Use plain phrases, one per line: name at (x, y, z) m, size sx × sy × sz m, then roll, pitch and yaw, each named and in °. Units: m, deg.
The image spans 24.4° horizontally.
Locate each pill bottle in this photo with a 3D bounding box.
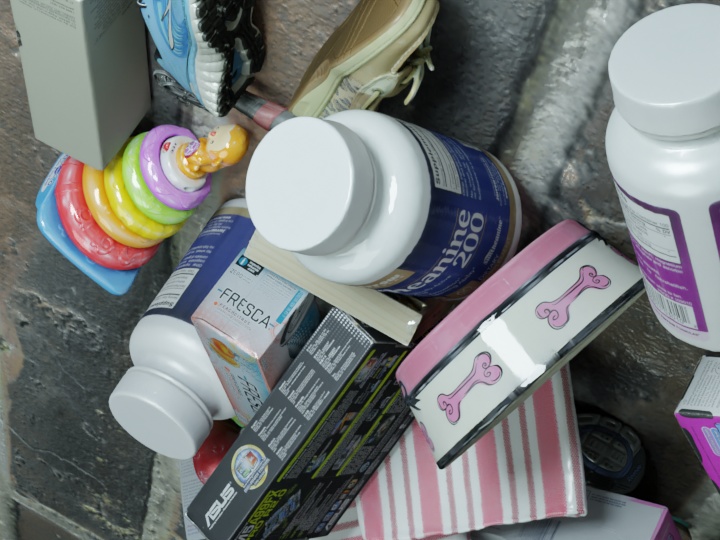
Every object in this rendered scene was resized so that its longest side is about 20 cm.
pill bottle at (-0.118, 0.049, 1.349) m, size 0.110 × 0.201 × 0.112 m, roll 23°, pitch 149°, yaw 15°
pill bottle at (0.016, -0.043, 1.088) m, size 0.110 × 0.112 × 0.199 m, roll 10°, pitch 180°, yaw 33°
pill bottle at (0.207, -0.054, 0.980) m, size 0.111 × 0.113 × 0.201 m, roll 11°, pitch 144°, yaw 32°

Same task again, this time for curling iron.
curling iron at (-0.062, -0.113, 1.241) m, size 0.198 × 0.026 × 0.050 m, roll 23°, pitch 170°, yaw 8°

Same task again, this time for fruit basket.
fruit basket at (-0.120, 0.135, 1.502) m, size 0.185 × 0.093 × 0.203 m, roll -25°, pitch 74°, yaw 55°

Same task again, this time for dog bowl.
dog bowl at (0.108, 0.045, 1.151) m, size 0.074 × 0.199 × 0.200 m, roll 49°, pitch 151°, yaw 9°

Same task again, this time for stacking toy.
stacking toy at (-0.159, -0.073, 1.330) m, size 0.199 × 0.117 × 0.110 m, roll -23°, pitch 123°, yaw 42°

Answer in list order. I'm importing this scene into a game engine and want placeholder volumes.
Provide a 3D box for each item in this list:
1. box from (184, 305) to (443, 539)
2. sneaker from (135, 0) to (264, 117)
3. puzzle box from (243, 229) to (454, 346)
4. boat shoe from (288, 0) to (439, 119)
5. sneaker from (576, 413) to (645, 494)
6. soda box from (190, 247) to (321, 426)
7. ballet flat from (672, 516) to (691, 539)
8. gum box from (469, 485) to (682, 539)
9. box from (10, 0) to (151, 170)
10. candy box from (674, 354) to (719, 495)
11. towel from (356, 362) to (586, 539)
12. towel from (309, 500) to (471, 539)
box at (-0.022, 0.117, 1.237) m, size 0.044 × 0.201 × 0.160 m, roll 43°, pitch -163°, yaw 25°
sneaker at (-0.122, -0.187, 1.136) m, size 0.089 × 0.079 × 0.201 m, roll 28°, pitch 150°, yaw 14°
puzzle box at (0.000, 0.000, 1.221) m, size 0.132 × 0.026 × 0.200 m, roll 28°, pitch -170°, yaw 7°
boat shoe at (0.013, -0.138, 1.092) m, size 0.062 × 0.074 × 0.200 m, roll 32°, pitch 162°, yaw -11°
sneaker at (0.133, 0.134, 1.368) m, size 0.199 × 0.075 × 0.087 m, roll 32°, pitch 155°, yaw 3°
soda box at (-0.065, 0.067, 1.235) m, size 0.063 × 0.069 × 0.201 m, roll 30°, pitch 161°, yaw 19°
ballet flat at (0.193, 0.234, 1.452) m, size 0.198 × 0.068 × 0.068 m, roll 7°, pitch 158°, yaw 39°
gum box at (0.165, 0.227, 1.357) m, size 0.198 × 0.066 × 0.114 m, roll 11°, pitch 147°, yaw 36°
box at (-0.206, -0.171, 1.234) m, size 0.068 × 0.083 × 0.201 m, roll 25°, pitch 148°, yaw 11°
candy box at (0.339, 0.129, 1.171) m, size 0.198 × 0.061 × 0.137 m, roll 3°, pitch 138°, yaw 42°
towel at (0.080, 0.130, 1.298) m, size 0.198 × 0.148 × 0.030 m, roll -13°, pitch 167°, yaw 29°
towel at (0.031, 0.248, 1.355) m, size 0.145 × 0.203 × 0.030 m, roll -17°, pitch 167°, yaw 29°
